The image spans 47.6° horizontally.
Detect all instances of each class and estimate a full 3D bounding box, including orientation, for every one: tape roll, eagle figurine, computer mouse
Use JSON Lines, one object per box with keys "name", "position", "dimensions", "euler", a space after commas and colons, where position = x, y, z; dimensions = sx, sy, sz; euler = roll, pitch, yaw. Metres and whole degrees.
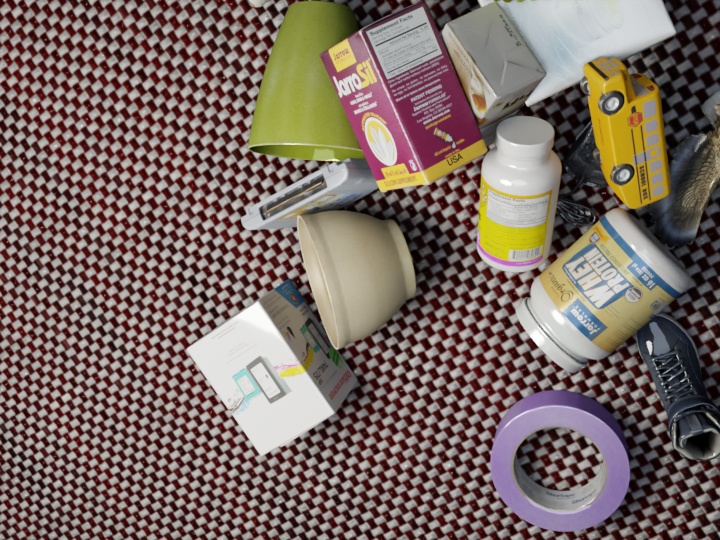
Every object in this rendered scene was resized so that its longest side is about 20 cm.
{"name": "tape roll", "position": [0.297, 0.284, 1.223], "dimensions": [0.200, 0.066, 0.200], "euler": [4, 104, 15]}
{"name": "eagle figurine", "position": [0.476, -0.126, 1.059], "dimensions": [0.152, 0.151, 0.200], "euler": [42, 145, 39]}
{"name": "computer mouse", "position": [0.300, -0.171, 1.127], "dimensions": [0.140, 0.046, 0.200], "euler": [26, 120, 3]}

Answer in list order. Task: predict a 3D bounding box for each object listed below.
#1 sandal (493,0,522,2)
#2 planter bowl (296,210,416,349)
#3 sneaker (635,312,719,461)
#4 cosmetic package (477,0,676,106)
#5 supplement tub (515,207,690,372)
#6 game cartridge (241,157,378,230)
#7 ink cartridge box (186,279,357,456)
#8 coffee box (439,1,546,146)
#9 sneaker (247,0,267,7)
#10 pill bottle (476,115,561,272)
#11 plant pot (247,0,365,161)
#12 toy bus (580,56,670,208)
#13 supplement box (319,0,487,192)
{"name": "sandal", "position": [0.209, -0.365, 0.963], "dimensions": [0.200, 0.079, 0.087], "euler": [-1, 99, 7]}
{"name": "planter bowl", "position": [0.000, 0.000, 1.182], "dimensions": [0.135, 0.200, 0.201], "euler": [-16, 100, -10]}
{"name": "sneaker", "position": [0.439, 0.161, 1.115], "dimensions": [0.077, 0.146, 0.203], "euler": [-25, 94, 20]}
{"name": "cosmetic package", "position": [0.267, -0.346, 1.052], "dimensions": [0.200, 0.123, 0.200], "euler": [-25, 96, 17]}
{"name": "supplement tub", "position": [0.326, 0.029, 1.112], "dimensions": [0.145, 0.145, 0.200], "euler": [44, 109, 1]}
{"name": "game cartridge", "position": [-0.060, -0.108, 1.179], "dimensions": [0.200, 0.133, 0.042], "euler": [-24, 79, 33]}
{"name": "ink cartridge box", "position": [-0.130, 0.147, 1.259], "dimensions": [0.146, 0.147, 0.200], "euler": [-33, 94, 18]}
{"name": "coffee box", "position": [0.144, -0.234, 1.058], "dimensions": [0.080, 0.200, 0.114], "euler": [-29, 80, -17]}
{"name": "sneaker", "position": [-0.084, -0.445, 1.148], "dimensions": [0.092, 0.076, 0.200], "euler": [40, 110, -2]}
{"name": "pill bottle", "position": [0.212, -0.102, 1.094], "dimensions": [0.104, 0.104, 0.200], "euler": [9, 132, 13]}
{"name": "plant pot", "position": [-0.059, -0.263, 1.142], "dimensions": [0.187, 0.187, 0.200], "euler": [3, 91, 14]}
{"name": "toy bus", "position": [0.336, -0.174, 1.029], "dimensions": [0.078, 0.065, 0.200], "euler": [-21, 127, 3]}
{"name": "supplement box", "position": [0.053, -0.212, 1.028], "dimensions": [0.103, 0.131, 0.200], "euler": [-30, 102, -21]}
